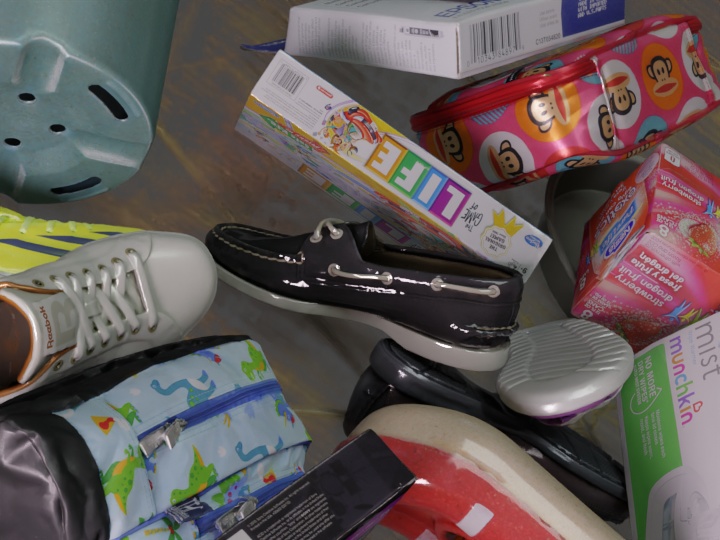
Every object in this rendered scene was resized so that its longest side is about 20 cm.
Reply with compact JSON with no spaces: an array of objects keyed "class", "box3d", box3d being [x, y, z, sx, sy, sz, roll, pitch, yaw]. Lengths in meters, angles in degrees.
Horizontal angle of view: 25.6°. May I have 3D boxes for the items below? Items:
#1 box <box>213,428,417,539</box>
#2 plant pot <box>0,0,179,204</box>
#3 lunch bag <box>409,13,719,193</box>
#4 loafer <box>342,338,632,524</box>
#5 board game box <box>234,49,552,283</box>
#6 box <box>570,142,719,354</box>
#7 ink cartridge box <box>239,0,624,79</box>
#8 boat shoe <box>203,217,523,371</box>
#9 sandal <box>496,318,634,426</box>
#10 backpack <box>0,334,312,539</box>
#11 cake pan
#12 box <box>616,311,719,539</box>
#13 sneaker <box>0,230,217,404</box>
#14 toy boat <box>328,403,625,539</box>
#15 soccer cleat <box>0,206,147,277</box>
[{"class":"box","box3d":[-0.071,0.162,0.693,0.036,0.200,0.143,46,41,12]},{"class":"plant pot","box3d":[-0.185,-0.159,0.909,0.199,0.200,0.197,16,54,-24]},{"class":"lunch bag","box3d":[0.136,-0.108,1.096,0.199,0.176,0.083,-24,95,-42]},{"class":"loafer","box3d":[0.080,0.110,0.963,0.199,0.063,0.072,29,12,-18]},{"class":"board game box","box3d":[0.015,-0.056,1.001,0.199,0.134,0.034,34,82,-5]},{"class":"box","box3d":[0.250,0.020,1.065,0.199,0.096,0.100,30,41,-11]},{"class":"ink cartridge box","box3d":[0.050,-0.180,1.103,0.199,0.041,0.199,12,24,39]},{"class":"boat shoe","box3d":[0.000,0.000,0.941,0.199,0.061,0.074,19,21,14]},{"class":"sandal","box3d":[0.127,0.068,0.965,0.203,0.082,0.050,-62,136,-80]},{"class":"backpack","box3d":[-0.113,0.104,0.762,0.154,0.163,0.200,49,35,-1]},{"class":"cake pan","box3d":[0.209,-0.001,1.154,0.199,0.037,0.201,19,46,-21]},{"class":"box","box3d":[0.249,0.157,0.964,0.176,0.096,0.201,35,38,-33]},{"class":"sneaker","box3d":[-0.145,0.030,0.787,0.199,0.084,0.073,-22,97,-32]},{"class":"toy boat","box3d":[0.056,0.169,0.857,0.200,0.131,0.131,40,71,2]},{"class":"soccer cleat","box3d":[-0.191,-0.009,0.852,0.199,0.065,0.084,-12,76,-38]}]
